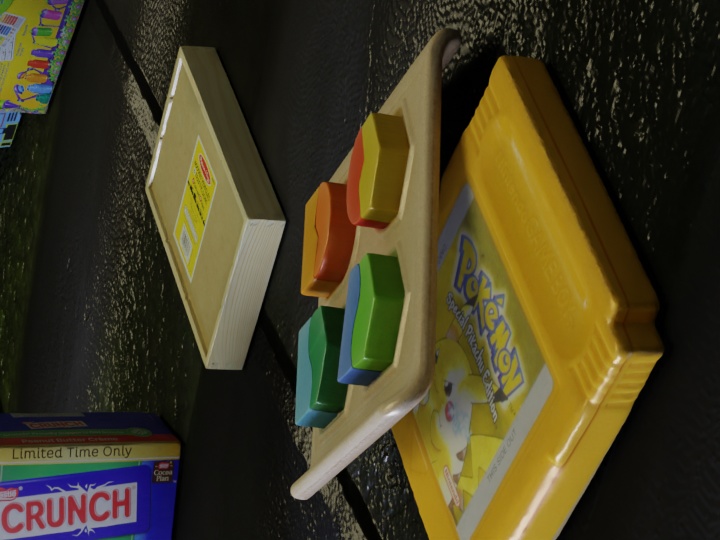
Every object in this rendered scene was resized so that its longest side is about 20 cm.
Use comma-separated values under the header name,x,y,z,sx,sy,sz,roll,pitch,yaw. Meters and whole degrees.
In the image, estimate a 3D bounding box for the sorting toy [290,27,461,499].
name,x,y,z,sx,sy,sz,roll,pitch,yaw
sorting toy,0.000,0.000,0.947,0.185,0.036,0.201,130,149,-64

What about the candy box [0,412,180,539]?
name,x,y,z,sx,sy,sz,roll,pitch,yaw
candy box,-0.226,0.209,1.370,0.077,0.168,0.202,27,113,61

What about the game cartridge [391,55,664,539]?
name,x,y,z,sx,sy,sz,roll,pitch,yaw
game cartridge,0.064,0.033,0.870,0.177,0.032,0.201,-110,30,-41

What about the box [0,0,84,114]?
name,x,y,z,sx,sy,sz,roll,pitch,yaw
box,-0.362,-0.254,1.701,0.200,0.191,0.123,124,142,-50

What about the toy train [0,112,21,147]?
name,x,y,z,sx,sy,sz,roll,pitch,yaw
toy train,-0.419,-0.137,1.925,0.200,0.113,0.087,-58,45,50

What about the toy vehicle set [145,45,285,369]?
name,x,y,z,sx,sy,sz,roll,pitch,yaw
toy vehicle set,-0.102,-0.045,1.277,0.201,0.026,0.125,-114,34,-46
